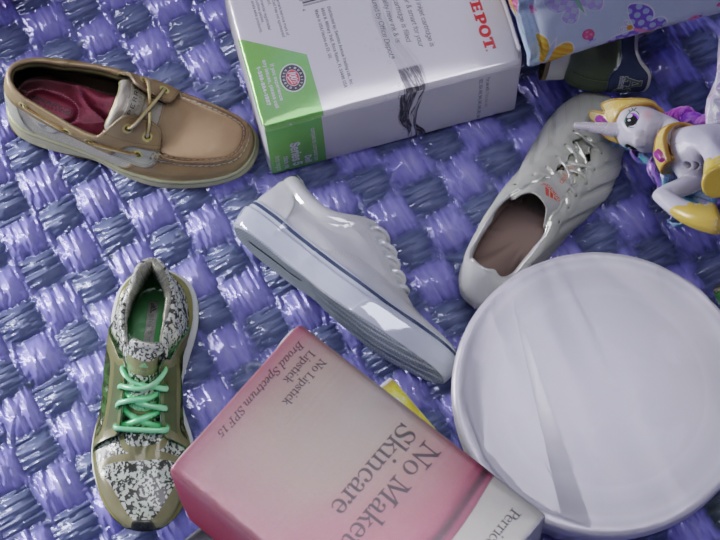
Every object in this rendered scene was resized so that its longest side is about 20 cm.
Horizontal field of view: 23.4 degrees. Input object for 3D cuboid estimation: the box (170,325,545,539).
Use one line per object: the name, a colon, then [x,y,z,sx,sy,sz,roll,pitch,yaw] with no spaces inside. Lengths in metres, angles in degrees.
box: [-0.001,0.153,1.085,0.200,0.109,0.128,36,72,17]

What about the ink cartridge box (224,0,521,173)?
ink cartridge box: [0.008,-0.176,1.315,0.199,0.084,0.146,-14,69,-4]

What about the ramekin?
ramekin: [0.161,0.096,1.196,0.201,0.094,0.204,0,68,0]

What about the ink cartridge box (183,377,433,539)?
ink cartridge box: [0.007,0.206,1.143,0.197,0.047,0.200,-37,68,-15]

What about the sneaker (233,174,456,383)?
sneaker: [0.000,0.000,1.250,0.200,0.073,0.071,39,77,16]

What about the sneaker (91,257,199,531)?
sneaker: [-0.154,0.080,1.212,0.076,0.089,0.201,-2,68,0]

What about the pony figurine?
pony figurine: [0.268,-0.093,1.208,0.192,0.167,0.200,-12,25,-13]

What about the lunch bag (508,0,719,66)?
lunch bag: [0.170,-0.264,1.250,0.169,0.128,0.201,-14,43,4]

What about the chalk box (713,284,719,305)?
chalk box: [0.343,0.026,1.151,0.124,0.200,0.124,-29,88,-9]

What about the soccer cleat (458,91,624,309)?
soccer cleat: [0.137,-0.056,1.267,0.069,0.078,0.200,30,71,13]

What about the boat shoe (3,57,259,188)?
boat shoe: [-0.175,-0.113,1.303,0.199,0.066,0.074,10,68,5]

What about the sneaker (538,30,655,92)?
sneaker: [0.201,-0.216,1.336,0.089,0.067,0.201,16,61,3]
